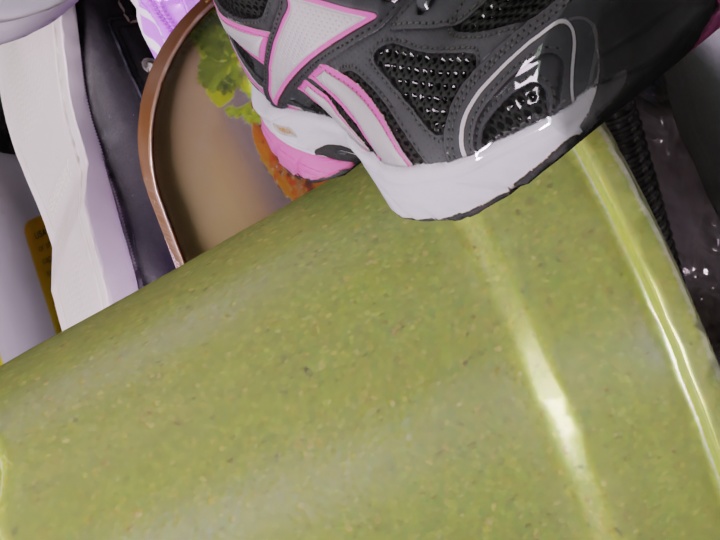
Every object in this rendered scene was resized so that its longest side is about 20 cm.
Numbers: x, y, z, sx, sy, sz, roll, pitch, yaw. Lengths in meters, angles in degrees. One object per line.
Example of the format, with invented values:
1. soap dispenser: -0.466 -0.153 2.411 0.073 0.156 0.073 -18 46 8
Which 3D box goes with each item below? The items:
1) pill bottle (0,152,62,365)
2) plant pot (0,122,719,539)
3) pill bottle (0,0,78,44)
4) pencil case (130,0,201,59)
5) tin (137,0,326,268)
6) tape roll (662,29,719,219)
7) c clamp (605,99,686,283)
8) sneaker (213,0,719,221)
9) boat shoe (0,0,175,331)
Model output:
1. pill bottle: -0.155 0.024 1.146 0.104 0.104 0.200 -7 103 53
2. plant pot: -0.004 0.060 0.808 0.200 0.184 0.201 158 90 -86
3. pill bottle: -0.138 -0.126 0.940 0.200 0.114 0.114 -168 60 -71
4. pencil case: -0.023 -0.020 0.967 0.084 0.085 0.200 -3 105 49
5. tin: 0.000 0.000 0.915 0.200 0.112 0.042 71 165 -12
6. tape roll: 0.162 -0.065 0.720 0.200 0.066 0.200 28 128 42
7. c clamp: 0.077 -0.016 0.837 0.171 0.027 0.200 -124 14 -69
8. sneaker: 0.006 -0.068 0.715 0.086 0.080 0.200 56 158 -18
9. boat shoe: -0.085 -0.049 1.049 0.074 0.060 0.200 119 140 -51
